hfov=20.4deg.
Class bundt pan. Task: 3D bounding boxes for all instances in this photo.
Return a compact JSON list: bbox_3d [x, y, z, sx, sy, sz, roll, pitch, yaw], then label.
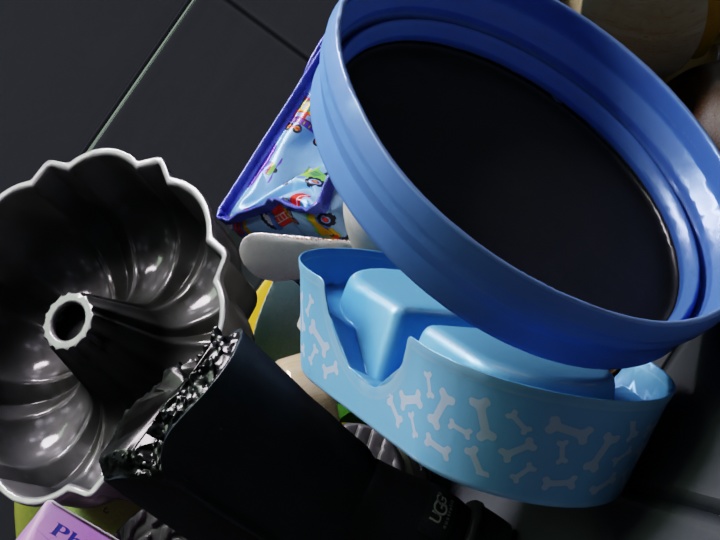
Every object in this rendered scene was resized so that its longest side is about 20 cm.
[{"bbox_3d":[-0.141,0.039,1.100,0.203,0.201,0.076,-55,-34,-2],"label":"bundt pan"}]

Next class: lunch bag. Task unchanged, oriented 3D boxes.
[{"bbox_3d":[0.032,-0.074,1.151,0.094,0.150,0.201,-3,55,48],"label":"lunch bag"}]

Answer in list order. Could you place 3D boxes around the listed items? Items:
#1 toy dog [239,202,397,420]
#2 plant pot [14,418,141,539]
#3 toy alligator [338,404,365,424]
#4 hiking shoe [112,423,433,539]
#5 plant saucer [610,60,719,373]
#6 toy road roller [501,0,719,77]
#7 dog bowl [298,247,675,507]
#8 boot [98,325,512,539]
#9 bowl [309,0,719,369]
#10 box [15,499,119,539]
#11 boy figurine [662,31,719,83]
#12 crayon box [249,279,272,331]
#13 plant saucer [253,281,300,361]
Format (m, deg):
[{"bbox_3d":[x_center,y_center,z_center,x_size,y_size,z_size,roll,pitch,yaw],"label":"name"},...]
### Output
[{"bbox_3d":[0.000,0.000,1.006,0.131,0.097,0.201,-8,-36,-36],"label":"toy dog"},{"bbox_3d":[-0.119,0.181,1.156,0.187,0.186,0.201,-49,27,34],"label":"plant pot"},{"bbox_3d":[-0.022,0.108,1.144,0.059,0.055,0.199,7,16,37],"label":"toy alligator"},{"bbox_3d":[-0.043,0.141,1.040,0.199,0.076,0.100,-25,-17,25],"label":"hiking shoe"},{"bbox_3d":[0.133,-0.029,0.957,0.201,0.037,0.201,-54,9,12],"label":"plant saucer"},{"bbox_3d":[0.073,-0.119,0.997,0.200,0.122,0.147,42,127,49],"label":"toy road roller"},{"bbox_3d":[0.043,0.042,0.824,0.200,0.111,0.050,31,111,57],"label":"dog bowl"},{"bbox_3d":[-0.047,0.124,0.918,0.200,0.168,0.077,-48,11,43],"label":"boot"},{"bbox_3d":[0.068,-0.043,0.811,0.039,0.200,0.201,-53,7,36],"label":"bowl"},{"bbox_3d":[-0.179,0.247,0.953,0.176,0.096,0.201,-51,12,39],"label":"box"},{"bbox_3d":[0.145,-0.131,1.056,0.064,0.125,0.199,-11,-12,-40],"label":"boy figurine"},{"bbox_3d":[-0.009,0.013,1.345,0.201,0.051,0.127,-53,-24,15],"label":"crayon box"},{"bbox_3d":[0.015,0.010,1.258,0.201,0.039,0.202,-40,-28,-26],"label":"plant saucer"}]
